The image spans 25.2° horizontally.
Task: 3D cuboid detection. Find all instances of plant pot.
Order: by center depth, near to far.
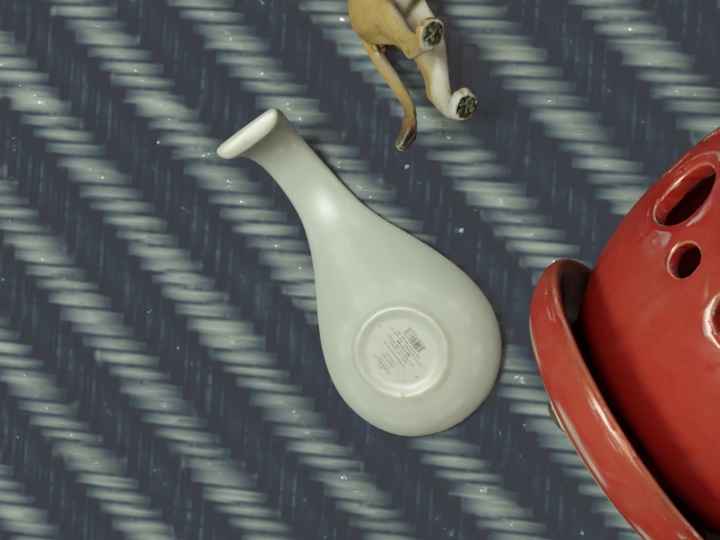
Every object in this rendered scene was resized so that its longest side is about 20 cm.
[{"bbox_3d":[0.195,0.037,0.760,0.182,0.200,0.201,-36,82,20],"label":"plant pot"}]

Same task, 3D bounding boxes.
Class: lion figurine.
[{"bbox_3d":[0.030,-0.175,0.856,0.122,0.072,0.201,38,109,45],"label":"lion figurine"}]

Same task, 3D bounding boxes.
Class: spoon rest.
[{"bbox_3d":[0.000,0.000,0.883,0.099,0.061,0.200,-33,96,13],"label":"spoon rest"}]
